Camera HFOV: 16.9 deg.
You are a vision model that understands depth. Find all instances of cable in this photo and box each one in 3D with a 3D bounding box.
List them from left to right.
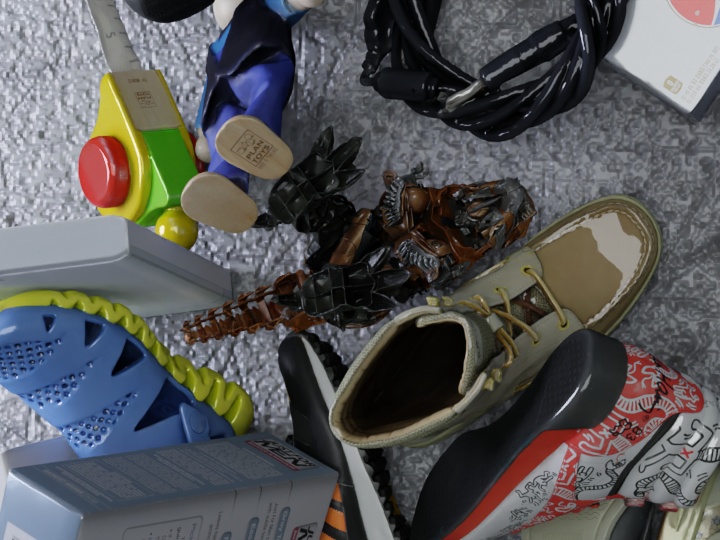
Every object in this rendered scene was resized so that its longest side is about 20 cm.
[{"bbox_3d":[0.084,-0.174,1.350,0.163,0.051,0.201,18,81,38],"label":"cable"}]

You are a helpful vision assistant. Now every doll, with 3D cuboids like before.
[{"bbox_3d":[-0.061,-0.108,1.345,0.048,0.200,0.137,25,120,-17],"label":"doll"}]

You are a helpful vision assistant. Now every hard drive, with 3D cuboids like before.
[{"bbox_3d":[-0.161,0.004,1.345,0.131,0.200,0.027,-7,80,12],"label":"hard drive"}]

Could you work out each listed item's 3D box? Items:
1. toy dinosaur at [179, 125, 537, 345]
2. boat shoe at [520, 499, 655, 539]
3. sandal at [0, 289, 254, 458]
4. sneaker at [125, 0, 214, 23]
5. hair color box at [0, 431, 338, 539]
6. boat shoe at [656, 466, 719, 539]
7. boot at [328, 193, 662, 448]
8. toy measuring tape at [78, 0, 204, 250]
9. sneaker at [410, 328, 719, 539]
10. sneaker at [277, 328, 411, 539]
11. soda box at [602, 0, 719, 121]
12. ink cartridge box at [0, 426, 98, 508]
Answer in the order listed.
[{"bbox_3d":[0.000,0.000,1.345,0.200,0.136,0.102,-43,72,0],"label":"toy dinosaur"},{"bbox_3d":[0.132,0.145,1.358,0.072,0.068,0.201,6,76,34],"label":"boat shoe"},{"bbox_3d":[-0.136,0.077,1.340,0.079,0.200,0.087,-22,50,38],"label":"sandal"},{"bbox_3d":[-0.099,-0.232,1.389,0.115,0.075,0.200,29,63,22],"label":"sneaker"},{"bbox_3d":[-0.106,0.151,1.288,0.061,0.200,0.099,26,108,36],"label":"hair color box"},{"bbox_3d":[0.182,0.207,1.336,0.062,0.073,0.201,14,91,14],"label":"boat shoe"},{"bbox_3d":[0.076,0.029,1.319,0.200,0.155,0.072,-38,81,8],"label":"boot"},{"bbox_3d":[-0.143,-0.091,1.422,0.073,0.074,0.200,-29,67,10],"label":"toy measuring tape"},{"bbox_3d":[0.114,0.113,1.299,0.108,0.067,0.201,23,136,-18],"label":"sneaker"},{"bbox_3d":[-0.025,0.137,1.382,0.090,0.070,0.201,-22,86,8],"label":"sneaker"},{"bbox_3d":[0.213,-0.184,1.343,0.068,0.064,0.200,34,95,11],"label":"soda box"},{"bbox_3d":[-0.169,0.196,1.367,0.087,0.145,0.201,-21,84,22],"label":"ink cartridge box"}]
